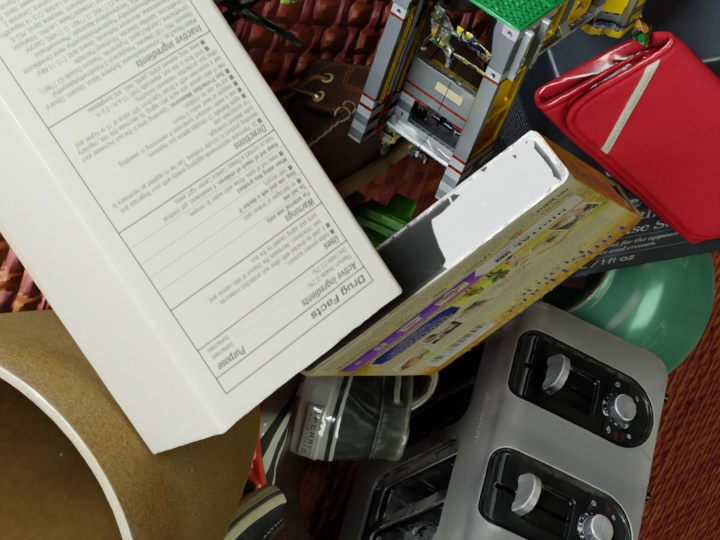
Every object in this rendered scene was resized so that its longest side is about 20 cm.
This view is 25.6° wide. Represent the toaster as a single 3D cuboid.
[{"bbox_3d":[0.083,0.135,0.988,0.200,0.118,0.181,-36,-151,53],"label":"toaster"}]

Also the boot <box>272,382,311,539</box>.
[{"bbox_3d":[-0.033,0.186,0.944,0.200,0.166,0.072,-60,151,4],"label":"boot"}]

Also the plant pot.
[{"bbox_3d":[-0.130,0.094,0.720,0.200,0.186,0.187,-31,144,-64],"label":"plant pot"}]

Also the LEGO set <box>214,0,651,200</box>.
[{"bbox_3d":[0.027,-0.122,0.727,0.154,0.200,0.116,-49,166,-46],"label":"LEGO set"}]

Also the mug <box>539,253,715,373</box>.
[{"bbox_3d":[0.141,-0.013,1.068,0.152,0.185,0.114,-39,153,16],"label":"mug"}]

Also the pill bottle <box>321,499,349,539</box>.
[{"bbox_3d":[-0.001,0.249,1.111,0.200,0.112,0.112,-55,151,-6],"label":"pill bottle"}]

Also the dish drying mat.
[{"bbox_3d":[0.165,-0.062,0.815,0.077,0.018,0.200,-29,148,22],"label":"dish drying mat"}]

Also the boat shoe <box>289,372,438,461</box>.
[{"bbox_3d":[0.009,0.060,0.910,0.200,0.071,0.072,-70,176,-65],"label":"boat shoe"}]

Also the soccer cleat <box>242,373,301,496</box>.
[{"bbox_3d":[-0.066,0.063,0.889,0.085,0.068,0.201,-144,-116,-79],"label":"soccer cleat"}]

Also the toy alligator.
[{"bbox_3d":[0.000,0.000,0.831,0.200,0.059,0.054,-53,167,-74],"label":"toy alligator"}]

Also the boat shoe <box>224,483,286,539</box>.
[{"bbox_3d":[-0.090,0.182,0.779,0.075,0.062,0.200,-39,-172,44],"label":"boat shoe"}]

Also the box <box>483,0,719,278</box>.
[{"bbox_3d":[0.152,-0.095,0.881,0.148,0.107,0.200,-10,149,-7],"label":"box"}]

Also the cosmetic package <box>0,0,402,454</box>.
[{"bbox_3d":[-0.086,-0.042,0.612,0.103,0.200,0.073,-36,-173,-33],"label":"cosmetic package"}]

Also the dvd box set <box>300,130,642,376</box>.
[{"bbox_3d":[0.056,-0.001,0.762,0.146,0.029,0.200,-37,166,14],"label":"dvd box set"}]

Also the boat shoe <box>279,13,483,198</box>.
[{"bbox_3d":[-0.010,-0.079,0.839,0.200,0.070,0.071,-35,107,-41],"label":"boat shoe"}]
